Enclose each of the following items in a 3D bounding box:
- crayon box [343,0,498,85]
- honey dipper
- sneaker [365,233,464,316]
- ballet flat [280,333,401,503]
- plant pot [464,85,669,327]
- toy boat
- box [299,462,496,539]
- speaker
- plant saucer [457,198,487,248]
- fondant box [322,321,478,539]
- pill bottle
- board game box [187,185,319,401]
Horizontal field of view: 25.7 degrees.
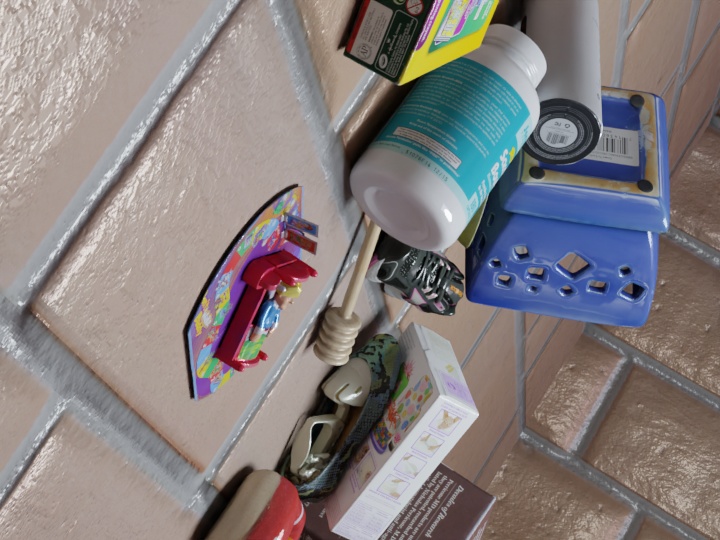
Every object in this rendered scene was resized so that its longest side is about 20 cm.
[{"bbox_3d":[0.077,-0.256,1.209,0.172,0.058,0.201,-37,153,-60],"label":"crayon box"},{"bbox_3d":[0.000,0.000,1.497,0.038,0.038,0.201,-37,151,-57],"label":"honey dipper"},{"bbox_3d":[0.067,-0.001,1.620,0.081,0.086,0.200,-61,165,-2],"label":"sneaker"},{"bbox_3d":[-0.023,0.154,1.672,0.201,0.074,0.074,-64,166,1],"label":"ballet flat"},{"bbox_3d":[0.220,-0.081,1.632,0.180,0.198,0.201,101,-4,-53],"label":"plant pot"},{"bbox_3d":[-0.082,0.288,1.589,0.131,0.130,0.200,-56,165,-15],"label":"toy boat"},{"bbox_3d":[0.025,0.305,1.850,0.164,0.199,0.166,-51,165,-29],"label":"box"},{"bbox_3d":[0.193,-0.196,1.524,0.082,0.081,0.201,106,-6,-45],"label":"speaker"},{"bbox_3d":[0.116,-0.123,1.551,0.200,0.031,0.201,-166,-90,-89],"label":"plant saucer"},{"bbox_3d":[0.033,0.176,1.695,0.200,0.058,0.145,-54,-154,19],"label":"fondant box"},{"bbox_3d":[0.085,-0.123,1.392,0.200,0.110,0.111,-54,165,-22],"label":"pill bottle"},{"bbox_3d":[-0.076,0.031,1.281,0.158,0.039,0.200,-53,164,-27],"label":"board game box"}]
